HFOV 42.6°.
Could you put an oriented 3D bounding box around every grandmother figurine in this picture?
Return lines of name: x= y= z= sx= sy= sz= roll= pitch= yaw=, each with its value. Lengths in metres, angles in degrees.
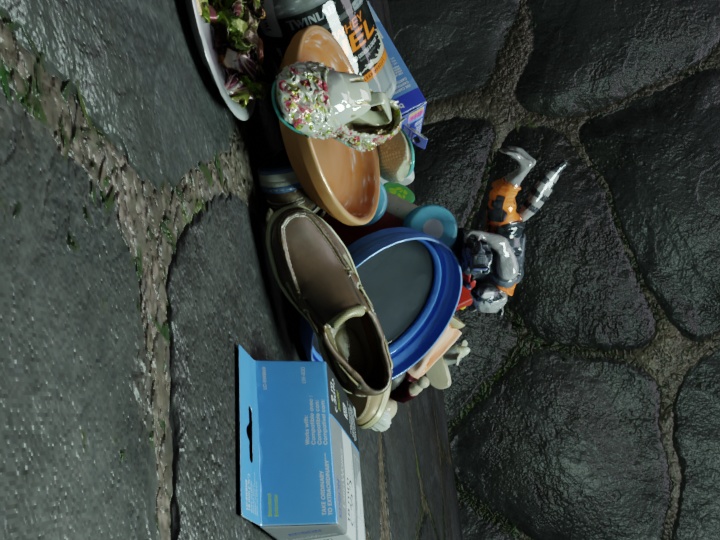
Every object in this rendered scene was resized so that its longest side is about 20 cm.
grandmother figurine: x=0.067 y=0.141 z=1.293 sx=0.061 sy=0.200 sz=0.121 roll=33 pitch=7 yaw=-15

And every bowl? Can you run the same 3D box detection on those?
bowl: x=0.021 y=0.041 z=1.016 sx=0.039 sy=0.200 sz=0.201 roll=44 pitch=-20 yaw=40

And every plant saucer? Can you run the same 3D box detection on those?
plant saucer: x=-0.033 y=-0.140 z=0.919 sx=0.200 sy=0.037 sz=0.201 roll=-13 pitch=90 yaw=-70

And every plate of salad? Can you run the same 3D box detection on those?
plate of salad: x=-0.113 y=-0.235 z=0.824 sx=0.200 sy=0.048 sz=0.201 roll=-9 pitch=90 yaw=-83

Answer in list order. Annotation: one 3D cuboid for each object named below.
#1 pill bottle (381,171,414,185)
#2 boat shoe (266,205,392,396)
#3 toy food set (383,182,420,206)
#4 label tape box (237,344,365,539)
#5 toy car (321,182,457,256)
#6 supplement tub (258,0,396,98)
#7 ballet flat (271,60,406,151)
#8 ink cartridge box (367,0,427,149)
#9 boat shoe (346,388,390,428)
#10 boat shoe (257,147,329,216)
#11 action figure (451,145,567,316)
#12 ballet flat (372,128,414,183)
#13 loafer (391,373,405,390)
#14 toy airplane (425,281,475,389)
pill bottle: x=0.023 y=-0.240 z=1.550 sx=0.114 sy=0.113 sz=0.201 roll=32 pitch=50 yaw=-79
boat shoe: x=-0.021 y=0.030 z=0.881 sx=0.203 sy=0.075 sz=0.075 roll=62 pitch=-16 yaw=-18
toy food set: x=0.049 y=-0.050 z=1.333 sx=0.200 sy=0.198 sz=0.049 roll=-28 pitch=151 yaw=-46
label tape box: x=-0.047 y=0.161 z=0.806 sx=0.200 sy=0.063 sz=0.145 roll=67 pitch=16 yaw=-62
toy car: x=0.000 y=0.000 z=1.126 sx=0.184 sy=0.177 sz=0.200 roll=-175 pitch=-72 yaw=-79
supplement tub: x=-0.045 y=-0.266 z=1.020 sx=0.123 sy=0.122 sz=0.200 roll=-90 pitch=159 yaw=-47
ballet flat: x=-0.013 y=-0.152 z=0.834 sx=0.200 sy=0.064 sz=0.076 roll=-7 pitch=86 yaw=-70
ink cartridge box: x=0.026 y=-0.253 z=1.296 sx=0.200 sy=0.076 sz=0.136 roll=63 pitch=-4 yaw=8
boat shoe: x=-0.008 y=0.103 z=1.182 sx=0.064 sy=0.071 sz=0.200 roll=25 pitch=48 yaw=-37
boat shoe: x=-0.062 y=-0.091 z=0.989 sx=0.200 sy=0.072 sz=0.073 roll=-47 pitch=134 yaw=-67
action figure: x=0.164 y=-0.039 z=1.047 sx=0.200 sy=0.104 sz=0.194 roll=-87 pitch=-171 yaw=-78
ballet flat: x=0.006 y=-0.149 z=1.070 sx=0.200 sy=0.062 sz=0.068 roll=-122 pitch=-146 yaw=-63
loafer: x=0.017 y=0.084 z=1.295 sx=0.071 sy=0.073 sz=0.200 roll=41 pitch=18 yaw=-29
toy airplane: x=0.097 y=0.057 z=1.441 sx=0.141 sy=0.199 sz=0.200 roll=-12 pitch=127 yaw=-44
